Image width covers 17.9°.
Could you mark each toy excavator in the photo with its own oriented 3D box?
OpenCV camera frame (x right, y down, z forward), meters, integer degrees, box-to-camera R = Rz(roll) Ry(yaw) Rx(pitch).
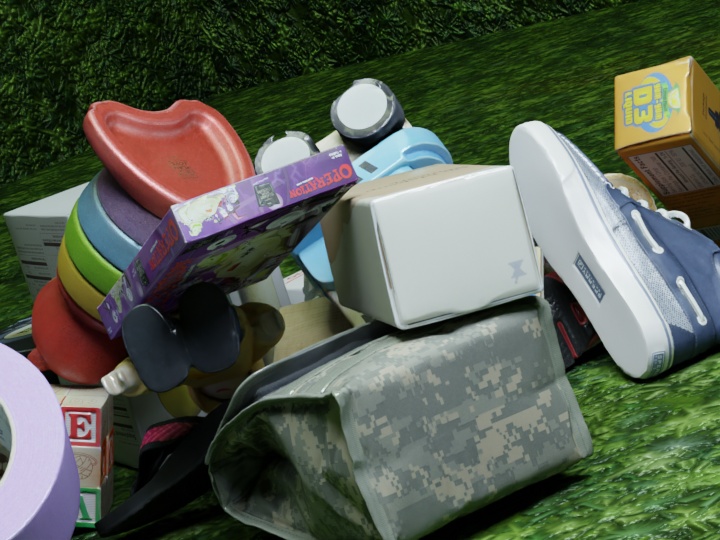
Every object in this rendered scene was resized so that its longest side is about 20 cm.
[{"bbox_3d":[0.000,0.000,1.540,0.194,0.200,0.100,-36,-33,-2],"label":"toy excavator"}]

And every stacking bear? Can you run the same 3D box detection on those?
[{"bbox_3d":[-0.162,-0.005,1.563,0.121,0.114,0.200,-5,-41,-46],"label":"stacking bear"}]

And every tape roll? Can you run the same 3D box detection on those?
[{"bbox_3d":[-0.283,0.135,1.459,0.199,0.066,0.201,-3,48,3],"label":"tape roll"}]

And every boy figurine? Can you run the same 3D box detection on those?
[{"bbox_3d":[-0.106,0.057,1.478,0.124,0.065,0.200,-20,-12,0],"label":"boy figurine"}]

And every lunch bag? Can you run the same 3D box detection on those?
[{"bbox_3d":[0.013,0.093,1.373,0.163,0.118,0.200,-21,5,-30],"label":"lunch bag"}]

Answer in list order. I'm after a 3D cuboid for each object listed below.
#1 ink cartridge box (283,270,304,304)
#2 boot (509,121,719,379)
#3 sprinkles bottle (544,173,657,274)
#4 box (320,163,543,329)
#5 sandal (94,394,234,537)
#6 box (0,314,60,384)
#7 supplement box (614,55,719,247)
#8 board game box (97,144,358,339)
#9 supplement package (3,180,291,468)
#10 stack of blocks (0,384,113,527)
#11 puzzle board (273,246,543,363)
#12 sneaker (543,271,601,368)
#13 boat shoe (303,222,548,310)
[{"bbox_3d":[0.004,0.024,1.864,0.116,0.068,0.200,-24,12,-35],"label":"ink cartridge box"},{"bbox_3d":[0.181,-0.023,1.549,0.090,0.201,0.073,-18,-22,-25],"label":"boot"},{"bbox_3d":[0.168,-0.029,1.769,0.068,0.069,0.200,-20,-1,-13],"label":"sprinkles bottle"},{"bbox_3d":[0.038,-0.018,1.396,0.094,0.078,0.200,-14,5,-11],"label":"box"},{"bbox_3d":[-0.106,0.108,1.478,0.200,0.045,0.075,-44,-17,30],"label":"sandal"},{"bbox_3d":[-0.224,0.074,1.927,0.163,0.087,0.200,-10,13,38],"label":"box"},{"bbox_3d":[0.255,-0.082,1.710,0.068,0.067,0.200,-10,-28,25],"label":"supplement box"},{"bbox_3d":[-0.086,-0.015,1.411,0.119,0.032,0.200,-17,-11,-23],"label":"board game box"},{"bbox_3d":[-0.151,0.027,1.734,0.151,0.201,0.150,-22,11,-25],"label":"supplement package"},{"bbox_3d":[-0.274,0.139,1.584,0.199,0.116,0.059,2,12,2],"label":"stack of blocks"},{"bbox_3d":[0.031,0.066,1.544,0.199,0.017,0.151,-13,46,19],"label":"puzzle board"},{"bbox_3d":[0.151,0.033,1.634,0.199,0.074,0.087,-19,-8,-11],"label":"sneaker"},{"bbox_3d":[0.055,-0.005,1.623,0.201,0.065,0.074,-7,-27,11],"label":"boat shoe"}]
